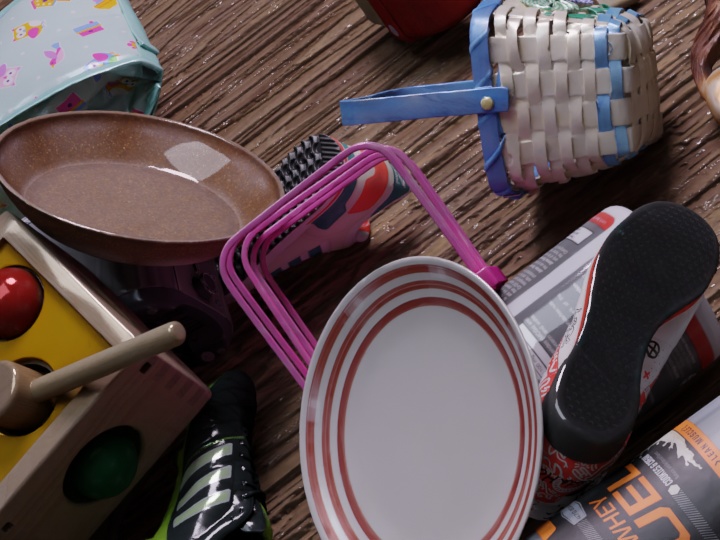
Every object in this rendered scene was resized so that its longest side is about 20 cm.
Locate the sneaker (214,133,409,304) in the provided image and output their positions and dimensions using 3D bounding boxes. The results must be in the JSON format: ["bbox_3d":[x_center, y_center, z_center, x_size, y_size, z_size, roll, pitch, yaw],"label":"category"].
[{"bbox_3d":[-0.044,-0.025,1.793,0.200,0.093,0.071,-38,52,40],"label":"sneaker"}]

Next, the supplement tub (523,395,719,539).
[{"bbox_3d":[0.170,0.162,1.356,0.200,0.123,0.123,-36,36,-3],"label":"supplement tub"}]

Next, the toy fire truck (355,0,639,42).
[{"bbox_3d":[0.102,-0.239,1.894,0.176,0.129,0.200,-42,27,-11],"label":"toy fire truck"}]

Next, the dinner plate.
[{"bbox_3d":[0.037,0.093,1.415,0.200,0.024,0.202,-3,86,48],"label":"dinner plate"}]

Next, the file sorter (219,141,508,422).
[{"bbox_3d":[0.000,0.000,1.581,0.139,0.126,0.200,-37,-3,4],"label":"file sorter"}]

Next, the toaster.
[{"bbox_3d":[-0.188,0.020,1.779,0.199,0.113,0.130,-28,53,26],"label":"toaster"}]

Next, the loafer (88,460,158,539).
[{"bbox_3d":[-0.202,0.159,1.691,0.073,0.071,0.201,-7,44,32],"label":"loafer"}]

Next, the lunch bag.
[{"bbox_3d":[-0.254,-0.141,2.038,0.200,0.122,0.171,-37,35,6],"label":"lunch bag"}]

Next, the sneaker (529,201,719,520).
[{"bbox_3d":[0.138,0.053,1.432,0.067,0.108,0.202,29,49,2],"label":"sneaker"}]

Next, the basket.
[{"bbox_3d":[0.099,-0.121,1.694,0.199,0.140,0.176,-8,7,15],"label":"basket"}]

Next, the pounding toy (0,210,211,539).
[{"bbox_3d":[-0.200,0.073,1.598,0.184,0.142,0.200,-49,57,0],"label":"pounding toy"}]

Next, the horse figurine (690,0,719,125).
[{"bbox_3d":[0.281,-0.121,1.647,0.133,0.050,0.200,-54,45,2],"label":"horse figurine"}]

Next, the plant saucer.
[{"bbox_3d":[-0.151,-0.051,1.676,0.199,0.037,0.201,9,26,-5],"label":"plant saucer"}]

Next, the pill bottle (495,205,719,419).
[{"bbox_3d":[0.113,0.062,1.522,0.200,0.116,0.116,-37,36,-4],"label":"pill bottle"}]

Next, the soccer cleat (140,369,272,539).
[{"bbox_3d":[-0.090,0.151,1.632,0.081,0.068,0.201,4,49,17],"label":"soccer cleat"}]
